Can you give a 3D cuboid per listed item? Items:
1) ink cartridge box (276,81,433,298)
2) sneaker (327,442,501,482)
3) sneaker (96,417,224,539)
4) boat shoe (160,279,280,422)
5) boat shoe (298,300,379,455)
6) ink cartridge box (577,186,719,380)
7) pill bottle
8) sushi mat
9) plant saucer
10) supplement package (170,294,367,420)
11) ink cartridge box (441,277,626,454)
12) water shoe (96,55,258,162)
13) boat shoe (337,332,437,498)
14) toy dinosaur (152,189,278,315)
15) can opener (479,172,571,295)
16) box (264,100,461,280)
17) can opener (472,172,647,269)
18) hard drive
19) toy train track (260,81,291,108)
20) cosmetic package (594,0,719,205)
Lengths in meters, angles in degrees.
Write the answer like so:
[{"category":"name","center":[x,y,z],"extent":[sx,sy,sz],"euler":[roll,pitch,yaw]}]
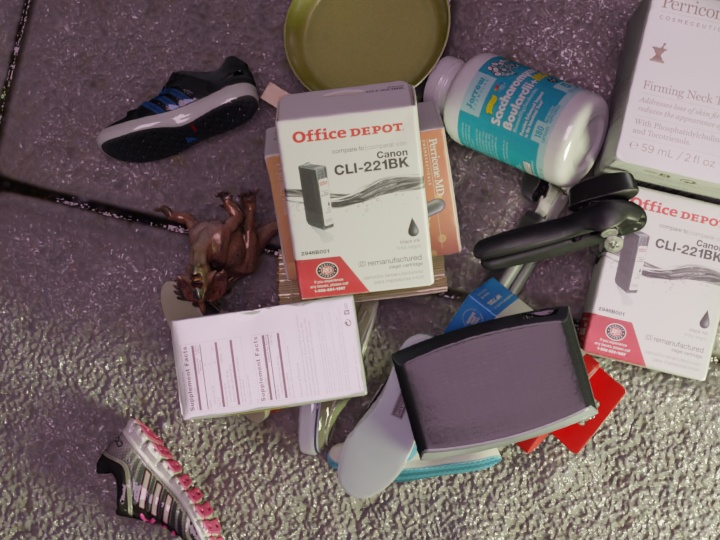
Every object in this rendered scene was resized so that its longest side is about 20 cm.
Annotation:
[{"category":"ink cartridge box","center":[-0.005,-0.084,1.422],"extent":[0.144,0.084,0.201],"euler":[-7,112,1]},{"category":"sneaker","center":[0.060,0.198,1.578],"extent":[0.199,0.077,0.081],"euler":[-7,70,2]},{"category":"sneaker","center":[-0.236,0.273,1.584],"extent":[0.087,0.074,0.200],"euler":[-37,82,0]},{"category":"boat shoe","center":[-0.156,0.086,1.592],"extent":[0.200,0.071,0.063],"euler":[49,50,8]},{"category":"boat shoe","center":[-0.026,0.118,1.578],"extent":[0.062,0.072,0.201],"euler":[11,86,11]},{"category":"ink cartridge box","center":[0.341,0.012,1.560],"extent":[0.144,0.084,0.201],"euler":[13,88,4]},{"category":"pill bottle","center":[0.172,-0.178,1.546],"extent":[0.200,0.111,0.111],"euler":[26,89,26]},{"category":"sushi mat","center":[0.000,0.000,1.584],"extent":[0.199,0.012,0.096],"euler":[-7,51,1]},{"category":"plant saucer","center":[0.009,-0.280,1.592],"extent":[0.199,0.031,0.201],"euler":[-3,75,13]},{"category":"supplement package","center":[-0.098,0.097,1.493],"extent":[0.199,0.114,0.110],"euler":[-8,84,1]},{"category":"ink cartridge box","center":[0.184,0.119,1.533],"extent":[0.200,0.067,0.116],"euler":[40,123,14]},{"category":"water shoe","center":[-0.217,-0.190,1.612],"extent":[0.199,0.072,0.079],"euler":[-17,60,3]},{"category":"boat shoe","center":[0.037,0.160,1.521],"extent":[0.073,0.068,0.200],"euler":[22,93,8]},{"category":"toy dinosaur","center":[-0.154,-0.017,1.560],"extent":[0.086,0.200,0.136],"euler":[-15,84,38]},{"category":"can opener","center":[0.198,-0.051,1.593],"extent":[0.066,0.053,0.200],"euler":[27,87,38]},{"category":"box","center":[0.002,-0.091,1.531],"extent":[0.199,0.106,0.153],"euler":[-10,112,2]},{"category":"can opener","center":[0.223,-0.041,1.522],"extent":[0.200,0.063,0.079],"euler":[-22,48,21]},{"category":"hard drive","center":[0.143,0.122,1.453],"extent":[0.199,0.042,0.135],"euler":[-15,89,5]},{"category":"toy train track","center":[-0.026,-0.162,1.609],"extent":[0.200,0.033,0.115],"euler":[31,91,4]},{"category":"cosmetic package","center":[0.372,-0.191,1.525],"extent":[0.167,0.166,0.201],"euler":[13,88,3]}]
